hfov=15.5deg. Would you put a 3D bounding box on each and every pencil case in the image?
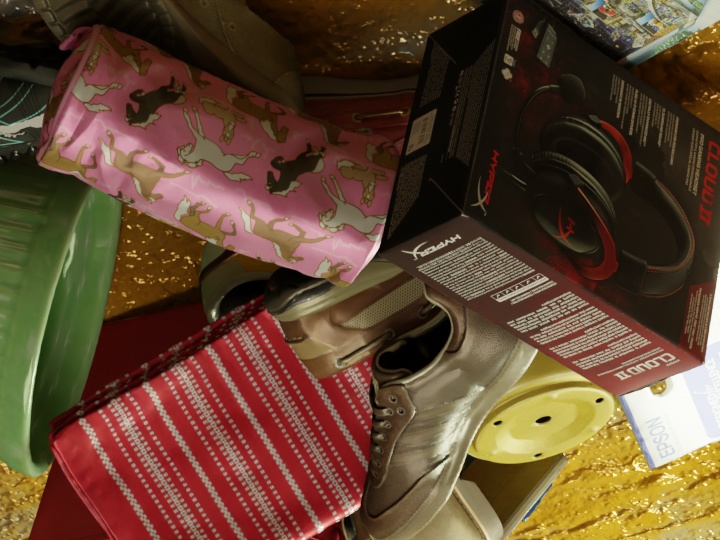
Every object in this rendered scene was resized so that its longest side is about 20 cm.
[{"bbox_3d":[-0.077,-0.063,1.434,0.200,0.087,0.083,21,118,-11],"label":"pencil case"}]

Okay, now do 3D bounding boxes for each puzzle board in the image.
[{"bbox_3d":[0.040,0.195,1.752,0.017,0.200,0.151,50,157,-17],"label":"puzzle board"}]

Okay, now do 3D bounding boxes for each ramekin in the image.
[{"bbox_3d":[-0.217,0.017,1.596,0.098,0.200,0.200,14,143,4],"label":"ramekin"}]

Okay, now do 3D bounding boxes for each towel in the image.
[{"bbox_3d":[-0.069,0.103,1.565,0.200,0.022,0.145,-31,102,-10],"label":"towel"}]

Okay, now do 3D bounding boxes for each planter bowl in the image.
[{"bbox_3d":[0.103,0.063,1.637,0.200,0.084,0.200,-14,150,-8],"label":"planter bowl"}]

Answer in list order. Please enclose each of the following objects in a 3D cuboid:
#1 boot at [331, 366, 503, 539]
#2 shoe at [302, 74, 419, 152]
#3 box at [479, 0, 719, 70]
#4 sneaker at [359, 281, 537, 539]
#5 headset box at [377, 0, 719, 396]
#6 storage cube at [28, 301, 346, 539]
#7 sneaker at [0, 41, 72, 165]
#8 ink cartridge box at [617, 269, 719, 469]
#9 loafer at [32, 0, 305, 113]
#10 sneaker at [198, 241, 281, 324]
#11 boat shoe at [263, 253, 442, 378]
[{"bbox_3d":[0.009,0.124,1.630,0.074,0.075,0.200,-4,130,54],"label":"boot"},{"bbox_3d":[0.029,-0.064,1.530,0.200,0.091,0.072,-1,142,10],"label":"shoe"},{"bbox_3d":[0.110,-0.188,1.398,0.137,0.038,0.200,-27,132,37],"label":"box"},{"bbox_3d":[0.032,0.072,1.517,0.075,0.070,0.200,19,123,-17],"label":"sneaker"},{"bbox_3d":[0.119,-0.035,1.446,0.200,0.149,0.075,31,146,-27],"label":"headset box"},{"bbox_3d":[-0.081,0.138,1.722,0.200,0.180,0.171,-14,139,37],"label":"storage cube"},{"bbox_3d":[-0.206,-0.094,1.527,0.200,0.075,0.079,10,105,7],"label":"sneaker"},{"bbox_3d":[0.240,0.019,1.602,0.200,0.047,0.198,-20,139,7],"label":"ink cartridge box"},{"bbox_3d":[-0.108,-0.139,1.474,0.076,0.067,0.200,-26,125,32],"label":"loafer"},{"bbox_3d":[0.000,0.000,1.619,0.200,0.090,0.075,-4,142,15],"label":"sneaker"},{"bbox_3d":[0.045,0.001,1.541,0.200,0.076,0.074,-23,105,-1],"label":"boat shoe"}]
